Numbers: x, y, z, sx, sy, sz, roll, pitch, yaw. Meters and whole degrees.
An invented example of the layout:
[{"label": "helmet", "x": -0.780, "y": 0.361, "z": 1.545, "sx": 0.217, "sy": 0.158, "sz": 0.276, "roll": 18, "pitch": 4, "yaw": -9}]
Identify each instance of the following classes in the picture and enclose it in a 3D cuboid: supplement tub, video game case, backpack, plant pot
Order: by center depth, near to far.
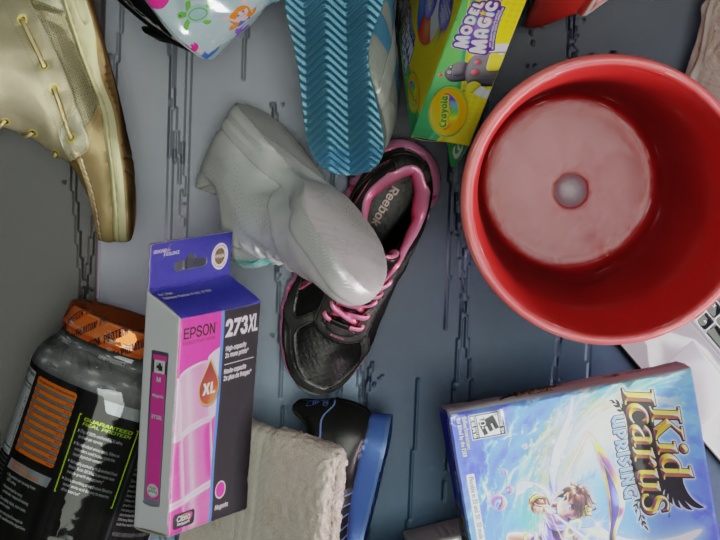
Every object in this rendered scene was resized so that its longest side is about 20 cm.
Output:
[{"label": "backpack", "x": -0.134, "y": -0.245, "z": 1.328, "sx": 0.151, "sy": 0.178, "sz": 0.200, "roll": -37, "pitch": 102, "yaw": 5}, {"label": "plant pot", "x": 0.160, "y": -0.055, "z": 1.373, "sx": 0.200, "sy": 0.177, "sz": 0.201, "roll": 0, "pitch": 96, "yaw": -4}, {"label": "supplement tub", "x": -0.193, "y": 0.129, "z": 1.390, "sx": 0.122, "sy": 0.123, "sz": 0.200, "roll": 19, "pitch": 95, "yaw": -7}, {"label": "video game case", "x": 0.164, "y": 0.180, "z": 1.403, "sx": 0.181, "sy": 0.045, "sz": 0.200, "roll": -10, "pitch": 93, "yaw": -6}]

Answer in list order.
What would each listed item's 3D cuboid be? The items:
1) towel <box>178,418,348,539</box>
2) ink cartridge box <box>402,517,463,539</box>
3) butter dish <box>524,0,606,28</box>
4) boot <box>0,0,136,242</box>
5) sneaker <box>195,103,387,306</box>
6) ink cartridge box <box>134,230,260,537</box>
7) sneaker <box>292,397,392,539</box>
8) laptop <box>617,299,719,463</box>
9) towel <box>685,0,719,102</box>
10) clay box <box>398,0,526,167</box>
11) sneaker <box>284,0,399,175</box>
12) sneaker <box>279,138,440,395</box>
[{"label": "towel", "x": -0.073, "y": 0.204, "z": 1.413, "sx": 0.132, "sy": 0.034, "sz": 0.200, "roll": 15, "pitch": 105, "yaw": 32}, {"label": "ink cartridge box", "x": 0.102, "y": 0.241, "z": 1.457, "sx": 0.200, "sy": 0.067, "sz": 0.117, "roll": -12, "pitch": 96, "yaw": -5}, {"label": "butter dish", "x": 0.169, "y": -0.282, "z": 1.349, "sx": 0.199, "sy": 0.200, "sz": 0.148, "roll": -35, "pitch": 87, "yaw": -1}, {"label": "boot", "x": -0.247, "y": -0.104, "z": 1.383, "sx": 0.155, "sy": 0.073, "sz": 0.200, "roll": -14, "pitch": 96, "yaw": -4}, {"label": "sneaker", "x": -0.054, "y": -0.027, "z": 1.372, "sx": 0.075, "sy": 0.200, "sz": 0.089, "roll": 20, "pitch": 115, "yaw": -45}, {"label": "ink cartridge box", "x": -0.111, "y": 0.077, "z": 1.343, "sx": 0.037, "sy": 0.095, "sz": 0.200, "roll": 8, "pitch": 101, "yaw": 32}, {"label": "sneaker", "x": -0.033, "y": 0.192, "z": 1.444, "sx": 0.078, "sy": 0.070, "sz": 0.200, "roll": 14, "pitch": 93, "yaw": 5}, {"label": "laptop", "x": 0.321, "y": 0.049, "z": 1.433, "sx": 0.200, "sy": 0.116, "sz": 0.187, "roll": -41, "pitch": 98, "yaw": 0}, {"label": "towel", "x": 0.302, "y": -0.125, "z": 1.373, "sx": 0.034, "sy": 0.200, "sz": 0.133, "roll": 11, "pitch": 97, "yaw": -38}, {"label": "clay box", "x": 0.068, "y": -0.176, "z": 1.314, "sx": 0.048, "sy": 0.115, "sz": 0.200, "roll": 8, "pitch": 134, "yaw": -13}, {"label": "sneaker", "x": -0.010, "y": -0.173, "z": 1.374, "sx": 0.076, "sy": 0.081, "sz": 0.200, "roll": 4, "pitch": 113, "yaw": 8}, {"label": "sneaker", "x": 0.000, "y": 0.000, "z": 1.408, "sx": 0.079, "sy": 0.095, "sz": 0.200, "roll": 22, "pitch": 95, "yaw": -10}]
